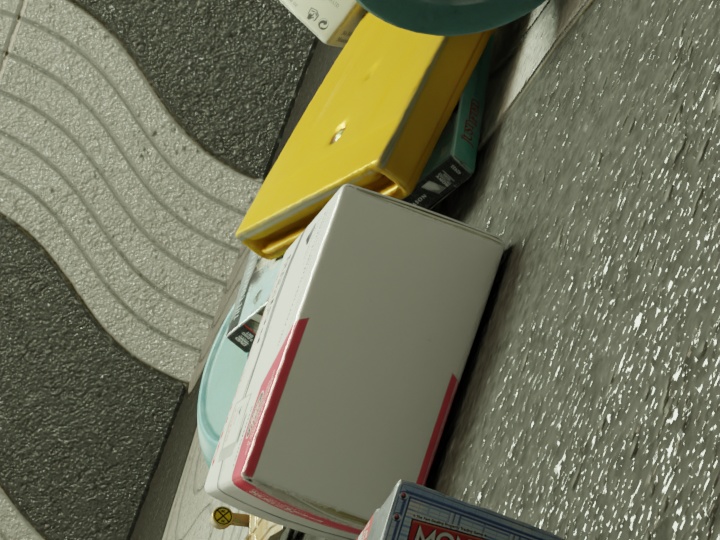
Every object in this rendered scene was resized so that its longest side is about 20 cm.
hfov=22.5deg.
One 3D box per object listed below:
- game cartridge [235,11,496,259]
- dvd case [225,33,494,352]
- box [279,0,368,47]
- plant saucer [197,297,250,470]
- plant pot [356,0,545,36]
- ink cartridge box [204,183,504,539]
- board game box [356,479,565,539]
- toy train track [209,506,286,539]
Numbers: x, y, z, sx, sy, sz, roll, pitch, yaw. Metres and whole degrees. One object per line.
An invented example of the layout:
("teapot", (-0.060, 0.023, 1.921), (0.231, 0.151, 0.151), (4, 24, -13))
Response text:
("game cartridge", (0.018, -0.108, 1.069), (0.176, 0.032, 0.200), (-22, 33, 58))
("dvd case", (0.000, -0.051, 1.088), (0.200, 0.022, 0.146), (-39, 24, 34))
("box", (0.031, -0.241, 1.184), (0.200, 0.068, 0.082), (-51, -20, 21))
("plant saucer", (-0.042, 0.043, 1.119), (0.200, 0.027, 0.200), (-41, 30, 30))
("plant pot", (0.040, -0.226, 0.939), (0.188, 0.200, 0.200), (-102, 29, -48))
("ink cartridge box", (-0.010, 0.054, 0.891), (0.200, 0.083, 0.147), (140, 150, -76))
("board game box", (-0.002, 0.168, 0.577), (0.200, 0.062, 0.200), (154, 137, -81))
("toy train track", (-0.079, 0.140, 1.206), (0.115, 0.033, 0.200), (123, 152, -56))
